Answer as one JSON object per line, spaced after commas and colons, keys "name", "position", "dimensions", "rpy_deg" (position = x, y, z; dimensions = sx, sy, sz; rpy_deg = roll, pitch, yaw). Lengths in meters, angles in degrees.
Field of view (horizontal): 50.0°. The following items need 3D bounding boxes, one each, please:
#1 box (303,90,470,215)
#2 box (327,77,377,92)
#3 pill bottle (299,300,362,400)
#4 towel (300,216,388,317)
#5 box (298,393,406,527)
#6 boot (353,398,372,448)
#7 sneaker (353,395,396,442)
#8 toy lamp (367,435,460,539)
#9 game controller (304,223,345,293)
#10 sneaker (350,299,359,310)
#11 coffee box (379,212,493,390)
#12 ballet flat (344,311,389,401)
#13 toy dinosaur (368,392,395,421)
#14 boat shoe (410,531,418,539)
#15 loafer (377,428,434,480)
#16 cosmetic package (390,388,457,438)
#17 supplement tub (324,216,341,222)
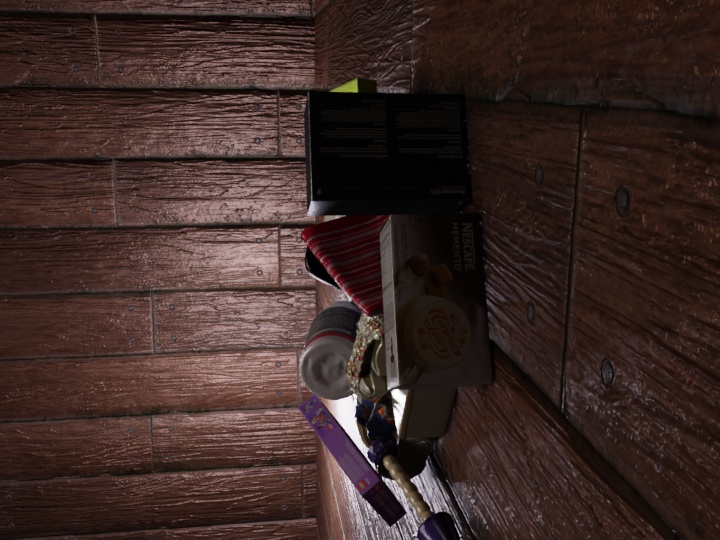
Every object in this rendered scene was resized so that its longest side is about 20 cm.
{"name": "box", "position": [0.030, -0.146, 0.983], "dimensions": [0.079, 0.198, 0.142], "rpy_deg": [123, 146, -75]}
{"name": "box", "position": [-0.016, -0.181, 1.198], "dimensions": [0.121, 0.047, 0.202], "rpy_deg": [-10, 85, 50]}
{"name": "pill bottle", "position": [-0.038, 0.126, 1.321], "dimensions": [0.200, 0.110, 0.112], "rpy_deg": [-79, -9, -69]}
{"name": "towel", "position": [0.020, -0.019, 1.066], "dimensions": [0.200, 0.144, 0.023], "rpy_deg": [48, 147, 42]}
{"name": "box", "position": [-0.013, 0.303, 1.239], "dimensions": [0.200, 0.039, 0.137], "rpy_deg": [46, 171, 41]}
{"name": "boot", "position": [0.034, 0.250, 1.489], "dimensions": [0.155, 0.071, 0.202], "rpy_deg": [149, 120, -78]}
{"name": "sneaker", "position": [0.013, 0.226, 1.335], "dimensions": [0.079, 0.075, 0.200], "rpy_deg": [-61, 22, 11]}
{"name": "toy lamp", "position": [0.077, 0.322, 1.095], "dimensions": [0.200, 0.058, 0.059], "rpy_deg": [50, 145, 48]}
{"name": "game controller", "position": [0.000, 0.000, 1.247], "dimensions": [0.042, 0.199, 0.105], "rpy_deg": [-48, 26, 38]}
{"name": "sneaker", "position": [0.032, 0.060, 1.343], "dimensions": [0.201, 0.099, 0.070], "rpy_deg": [-101, 15, -57]}
{"name": "coffee box", "position": [0.087, 0.038, 0.927], "dimensions": [0.080, 0.113, 0.202], "rpy_deg": [122, 147, -76]}
{"name": "ballet flat", "position": [0.019, 0.129, 1.061], "dimensions": [0.064, 0.075, 0.201], "rpy_deg": [-109, 16, -44]}
{"name": "toy dinosaur", "position": [0.048, 0.170, 1.254], "dimensions": [0.200, 0.101, 0.078], "rpy_deg": [-123, 33, -73]}
{"name": "boat shoe", "position": [0.095, 0.419, 1.124], "dimensions": [0.201, 0.062, 0.074], "rpy_deg": [141, 124, -81]}
{"name": "loafer", "position": [0.077, 0.278, 1.237], "dimensions": [0.200, 0.071, 0.063], "rpy_deg": [111, 173, -55]}
{"name": "cosmetic package", "position": [0.090, 0.131, 1.066], "dimensions": [0.104, 0.072, 0.201], "rpy_deg": [-100, 11, -47]}
{"name": "supplement tub", "position": [0.009, -0.138, 1.325], "dimensions": [0.145, 0.143, 0.202], "rpy_deg": [-112, 22, -68]}
